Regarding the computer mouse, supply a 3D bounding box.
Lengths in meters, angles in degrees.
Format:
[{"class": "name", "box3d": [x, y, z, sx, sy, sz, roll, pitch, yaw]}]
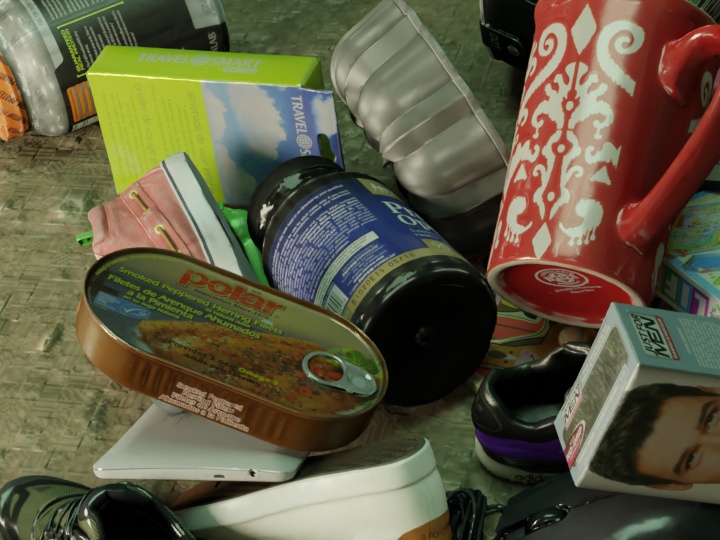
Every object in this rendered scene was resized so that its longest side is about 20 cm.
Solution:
[{"class": "computer mouse", "box3d": [0.143, 0.159, 1.261, 0.200, 0.053, 0.139, -10, 39, 0]}]

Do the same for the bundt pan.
[{"class": "bundt pan", "box3d": [0.046, -0.098, 1.488, 0.076, 0.202, 0.202, -33, 41, 1]}]

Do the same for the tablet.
[{"class": "tablet", "box3d": [-0.083, 0.097, 1.353, 0.130, 0.014, 0.200, 0, 16, 13]}]

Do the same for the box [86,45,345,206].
[{"class": "box", "box3d": [-0.100, -0.107, 1.578, 0.200, 0.122, 0.048, 6, 41, 19]}]

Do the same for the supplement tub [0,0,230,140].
[{"class": "supplement tub", "box3d": [-0.218, -0.187, 1.700, 0.200, 0.123, 0.123, -24, 41, -17]}]

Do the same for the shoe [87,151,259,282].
[{"class": "shoe", "box3d": [-0.126, 0.008, 1.481, 0.091, 0.071, 0.200, -31, 54, 2]}]

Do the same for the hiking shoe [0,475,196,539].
[{"class": "hiking shoe", "box3d": [-0.155, 0.159, 1.287, 0.200, 0.101, 0.076, 21, 48, 33]}]

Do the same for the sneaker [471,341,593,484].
[{"class": "sneaker", "box3d": [0.166, 0.084, 1.300, 0.200, 0.100, 0.070, -7, 52, 8]}]

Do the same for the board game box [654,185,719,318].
[{"class": "board game box", "box3d": [0.294, -0.017, 1.426, 0.200, 0.034, 0.134, -19, 39, -26]}]

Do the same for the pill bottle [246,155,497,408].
[{"class": "pill bottle", "box3d": [0.000, 0.000, 1.432, 0.112, 0.112, 0.200, -24, 38, -16]}]

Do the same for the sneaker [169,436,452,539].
[{"class": "sneaker", "box3d": [-0.033, 0.161, 1.290, 0.200, 0.085, 0.073, -11, 16, 35]}]

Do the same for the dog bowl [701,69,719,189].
[{"class": "dog bowl", "box3d": [0.294, -0.126, 1.510, 0.200, 0.074, 0.200, -6, 22, 3]}]

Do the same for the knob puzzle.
[{"class": "knob puzzle", "box3d": [0.131, 0.020, 1.447, 0.219, 0.030, 0.220, -6, 40, 5]}]

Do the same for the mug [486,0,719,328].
[{"class": "mug", "box3d": [0.161, -0.080, 1.353, 0.133, 0.178, 0.200, 18, 70, -5]}]

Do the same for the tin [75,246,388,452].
[{"class": "tin", "box3d": [-0.081, 0.049, 1.295, 0.200, 0.042, 0.112, 22, 38, -1]}]

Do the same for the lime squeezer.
[{"class": "lime squeezer", "box3d": [-0.118, -0.019, 1.555, 0.200, 0.038, 0.071, 19, 79, 30]}]

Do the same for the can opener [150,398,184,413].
[{"class": "can opener", "box3d": [-0.153, 0.056, 1.399, 0.053, 0.067, 0.200, -12, 8, -16]}]

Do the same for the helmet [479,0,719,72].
[{"class": "helmet", "box3d": [0.199, -0.237, 1.621, 0.190, 0.200, 0.200, 3, 41, 15]}]

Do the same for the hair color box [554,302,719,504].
[{"class": "hair color box", "box3d": [0.228, 0.086, 1.234, 0.200, 0.099, 0.061, 9, 36, -18]}]
